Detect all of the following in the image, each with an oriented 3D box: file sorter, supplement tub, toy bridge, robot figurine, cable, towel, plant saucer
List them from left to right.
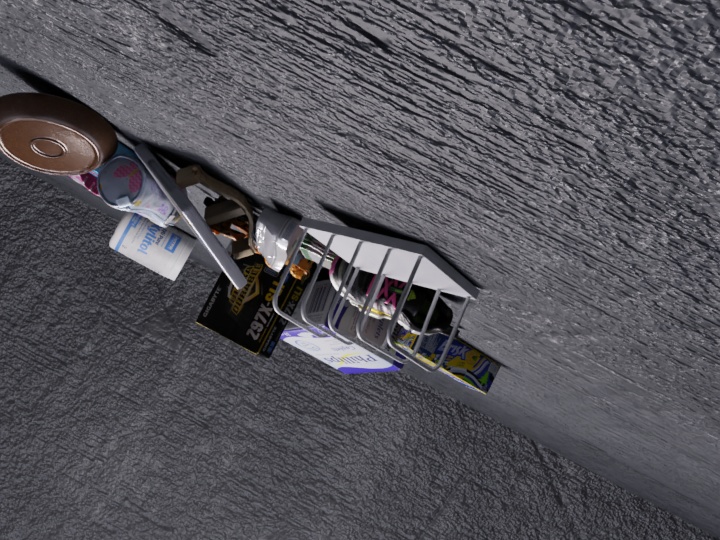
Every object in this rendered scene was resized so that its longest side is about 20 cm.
[{"bbox_3d":[-0.469,-0.197,1.523,0.200,0.035,0.200,4,155,2],"label":"plant saucer"},{"bbox_3d":[-0.557,-0.075,2.702,0.200,0.132,0.132,28,173,-10],"label":"supplement tub"},{"bbox_3d":[-0.201,-0.091,1.509,0.067,0.027,0.200,-15,140,14],"label":"toy bridge"},{"bbox_3d":[-0.172,-0.057,1.653,0.145,0.058,0.200,19,169,46],"label":"robot figurine"},{"bbox_3d":[0.000,0.000,1.562,0.200,0.031,0.149,26,175,3],"label":"towel"},{"bbox_3d":[0.015,0.033,1.248,0.200,0.125,0.139,14,166,39],"label":"file sorter"},{"bbox_3d":[0.079,0.086,1.740,0.200,0.050,0.097,27,174,21],"label":"cable"}]

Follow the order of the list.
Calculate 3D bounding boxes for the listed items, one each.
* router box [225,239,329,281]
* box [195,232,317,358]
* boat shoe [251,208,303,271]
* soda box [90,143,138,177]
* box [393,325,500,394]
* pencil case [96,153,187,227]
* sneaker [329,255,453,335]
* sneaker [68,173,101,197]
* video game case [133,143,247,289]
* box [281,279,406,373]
[{"bbox_3d":[-0.160,-0.002,2.017,0.149,0.051,0.200,34,169,-40],"label":"router box"},{"bbox_3d":[-0.192,0.041,1.853,0.160,0.200,0.049,25,174,29],"label":"box"},{"bbox_3d":[-0.131,-0.049,1.515,0.068,0.072,0.200,32,174,0],"label":"boat shoe"},{"bbox_3d":[-0.447,-0.203,1.642,0.068,0.064,0.200,22,170,41],"label":"soda box"},{"bbox_3d":[0.161,0.156,1.874,0.200,0.064,0.070,33,171,-27],"label":"box"},{"bbox_3d":[-0.351,-0.127,1.636,0.083,0.091,0.200,1,173,11],"label":"pencil case"},{"bbox_3d":[0.051,0.032,1.404,0.200,0.074,0.087,32,166,-22],"label":"sneaker"},{"bbox_3d":[-0.505,-0.194,1.907,0.200,0.081,0.088,35,176,11],"label":"sneaker"},{"bbox_3d":[-0.258,-0.082,1.539,0.182,0.022,0.200,47,171,40],"label":"video game case"},{"bbox_3d":[-0.031,0.108,1.904,0.200,0.105,0.184,31,156,-30],"label":"box"}]
